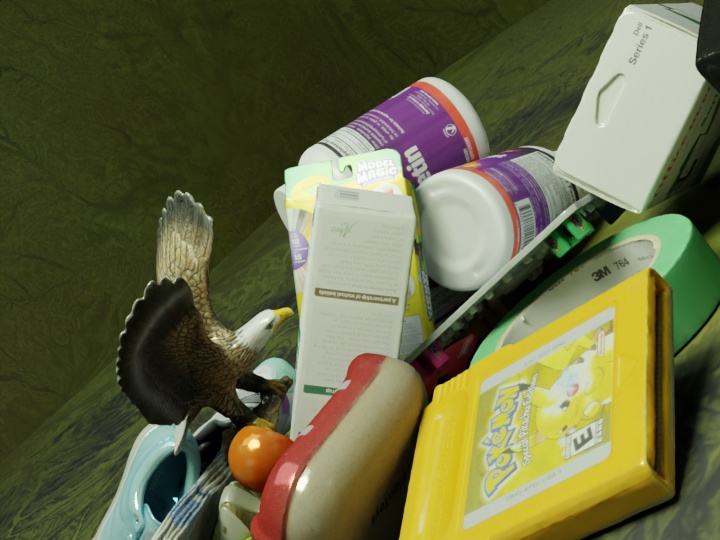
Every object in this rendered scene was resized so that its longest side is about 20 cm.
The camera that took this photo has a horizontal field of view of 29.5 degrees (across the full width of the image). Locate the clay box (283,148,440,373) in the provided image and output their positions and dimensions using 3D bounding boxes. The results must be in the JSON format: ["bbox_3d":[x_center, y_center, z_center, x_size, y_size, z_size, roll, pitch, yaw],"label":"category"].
[{"bbox_3d":[0.000,0.000,1.215,0.115,0.200,0.048,-9,-8,15],"label":"clay box"}]

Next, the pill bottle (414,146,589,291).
[{"bbox_3d":[0.142,-0.056,1.290,0.111,0.112,0.200,-30,-6,40],"label":"pill bottle"}]

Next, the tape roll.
[{"bbox_3d":[0.173,0.038,1.013,0.200,0.048,0.200,-38,9,7],"label":"tape roll"}]

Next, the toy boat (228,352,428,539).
[{"bbox_3d":[-0.033,0.139,0.966,0.131,0.131,0.200,12,36,25],"label":"toy boat"}]

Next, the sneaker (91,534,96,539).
[{"bbox_3d":[-0.222,0.271,1.310,0.105,0.075,0.200,-44,5,1],"label":"sneaker"}]

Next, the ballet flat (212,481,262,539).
[{"bbox_3d":[-0.075,0.193,1.120,0.200,0.067,0.067,-29,37,41],"label":"ballet flat"}]

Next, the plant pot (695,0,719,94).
[{"bbox_3d":[0.355,-0.179,0.957,0.178,0.200,0.199,-53,15,-22],"label":"plant pot"}]

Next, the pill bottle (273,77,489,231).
[{"bbox_3d":[0.020,-0.095,1.323,0.200,0.113,0.112,-34,8,-17],"label":"pill bottle"}]

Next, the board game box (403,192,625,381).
[{"bbox_3d":[0.136,0.007,1.141,0.200,0.026,0.200,-44,-8,24],"label":"board game box"}]

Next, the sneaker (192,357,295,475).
[{"bbox_3d":[-0.133,0.177,1.289,0.140,0.078,0.200,-44,-13,-44],"label":"sneaker"}]

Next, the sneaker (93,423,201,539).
[{"bbox_3d":[-0.187,0.229,1.177,0.082,0.074,0.200,-168,90,-73],"label":"sneaker"}]

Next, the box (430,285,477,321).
[{"bbox_3d":[0.124,-0.007,1.434,0.200,0.039,0.041,-37,8,9],"label":"box"}]

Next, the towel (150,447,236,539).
[{"bbox_3d":[-0.146,0.239,1.143,0.200,0.024,0.147,-53,-18,-61],"label":"towel"}]

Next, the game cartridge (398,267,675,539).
[{"bbox_3d":[0.107,0.104,0.857,0.200,0.032,0.176,-32,28,32],"label":"game cartridge"}]

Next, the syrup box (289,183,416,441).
[{"bbox_3d":[-0.008,0.040,1.084,0.079,0.081,0.200,-91,9,-76],"label":"syrup box"}]

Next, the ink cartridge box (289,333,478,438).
[{"bbox_3d":[0.012,0.122,1.230,0.176,0.045,0.200,-35,10,27],"label":"ink cartridge box"}]

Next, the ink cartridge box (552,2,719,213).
[{"bbox_3d":[0.249,-0.137,1.119,0.200,0.084,0.146,-23,-41,-61],"label":"ink cartridge box"}]

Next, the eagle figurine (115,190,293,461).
[{"bbox_3d":[-0.125,0.057,1.080,0.151,0.200,0.152,-50,30,-15],"label":"eagle figurine"}]

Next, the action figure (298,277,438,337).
[{"bbox_3d":[0.014,0.005,1.351,0.200,0.134,0.149,-34,52,-17],"label":"action figure"}]
